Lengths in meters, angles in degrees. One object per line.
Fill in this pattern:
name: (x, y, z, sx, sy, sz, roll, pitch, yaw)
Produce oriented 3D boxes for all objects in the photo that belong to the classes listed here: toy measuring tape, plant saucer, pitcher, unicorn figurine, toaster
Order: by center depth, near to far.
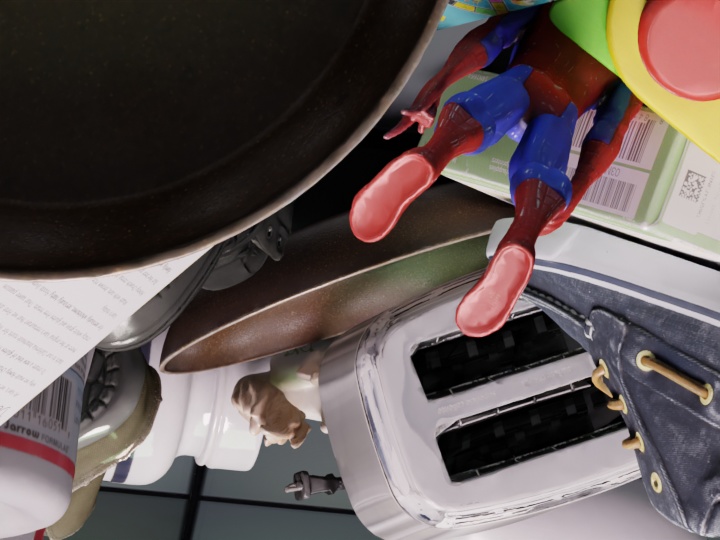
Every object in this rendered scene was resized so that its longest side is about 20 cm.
plant saucer: (-0.071, -0.098, 0.444, 0.198, 0.203, 0.034, 3, 179, 2)
toy measuring tape: (0.144, -0.062, 0.624, 0.199, 0.074, 0.074, 38, 156, -4)
toaster: (0.063, 0.054, 0.848, 0.198, 0.115, 0.129, -15, 173, -10)
plant saucer: (0.000, 0.000, 0.860, 0.198, 0.032, 0.200, -19, 171, -3)
unicorn figurine: (0.023, 0.047, 0.994, 0.198, 0.075, 0.137, 0, -179, -25)
pitcher: (0.144, 0.196, 1.399, 0.198, 0.123, 0.172, 14, -178, 3)

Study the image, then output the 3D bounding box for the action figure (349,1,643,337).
action figure: (0.051, -0.047, 0.613, 0.065, 0.200, 0.052, 37, 123, 1)

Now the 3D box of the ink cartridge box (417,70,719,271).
ink cartridge box: (0.140, -0.023, 0.755, 0.199, 0.048, 0.145, 20, 180, -35)

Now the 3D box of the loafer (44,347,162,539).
loafer: (-0.147, 0.082, 0.903, 0.069, 0.076, 0.199, 29, 146, -28)

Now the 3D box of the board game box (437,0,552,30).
board game box: (0.006, -0.118, 0.559, 0.198, 0.047, 0.150, -9, 165, 35)

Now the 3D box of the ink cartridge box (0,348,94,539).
ink cartridge box: (-0.221, 0.083, 0.844, 0.199, 0.147, 0.083, -18, 140, 40)

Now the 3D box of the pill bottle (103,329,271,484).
pill bottle: (-0.151, 0.054, 1.019, 0.198, 0.112, 0.111, 9, 161, -13)

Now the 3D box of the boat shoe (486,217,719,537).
boat shoe: (0.112, 0.042, 0.701, 0.070, 0.092, 0.199, 18, -179, -45)

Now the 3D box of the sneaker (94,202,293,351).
sneaker: (-0.056, -0.024, 0.694, 0.059, 0.201, 0.105, -5, 135, 13)

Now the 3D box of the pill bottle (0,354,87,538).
pill bottle: (-0.146, -0.013, 0.681, 0.107, 0.202, 0.109, 4, 161, 1)

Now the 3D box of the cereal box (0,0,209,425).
cereal box: (-0.093, -0.019, 0.531, 0.200, 0.040, 0.144, -39, 160, -1)
